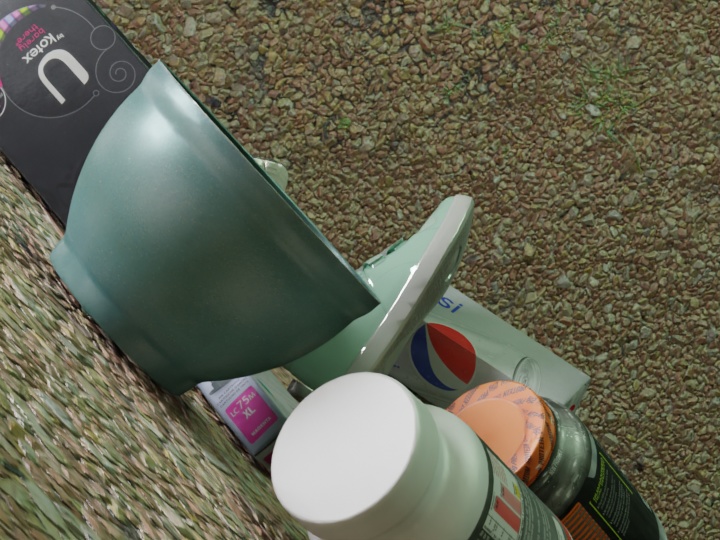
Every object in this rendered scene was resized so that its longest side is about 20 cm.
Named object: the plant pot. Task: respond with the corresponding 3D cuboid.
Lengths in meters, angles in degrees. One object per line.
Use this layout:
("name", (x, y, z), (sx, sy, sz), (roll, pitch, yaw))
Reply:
("plant pot", (-0.102, -0.009, 1.225), (0.200, 0.134, 0.200), (47, 1, -1))

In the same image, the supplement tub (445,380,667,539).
("supplement tub", (0.138, 0.175, 1.493), (0.200, 0.122, 0.123), (50, -1, -39))

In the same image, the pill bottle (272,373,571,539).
("pill bottle", (0.040, 0.149, 1.183), (0.200, 0.116, 0.116), (47, 0, -45))

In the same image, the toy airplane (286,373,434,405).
("toy airplane", (0.037, 0.131, 1.683), (0.199, 0.141, 0.200), (47, 1, -17))

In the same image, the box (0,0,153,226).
("box", (-0.205, -0.117, 1.466), (0.200, 0.122, 0.106), (47, 0, 8))

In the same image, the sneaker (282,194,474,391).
("sneaker", (0.000, 0.000, 1.532), (0.118, 0.201, 0.074), (29, -25, 16))

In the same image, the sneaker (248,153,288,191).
("sneaker", (-0.099, -0.011, 1.432), (0.078, 0.090, 0.200), (12, -22, 2))

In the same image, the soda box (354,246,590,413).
("soda box", (0.077, 0.066, 1.588), (0.200, 0.064, 0.068), (34, 34, 15))

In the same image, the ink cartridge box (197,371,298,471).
("ink cartridge box", (-0.088, 0.074, 1.397), (0.200, 0.042, 0.119), (50, 2, 35))
